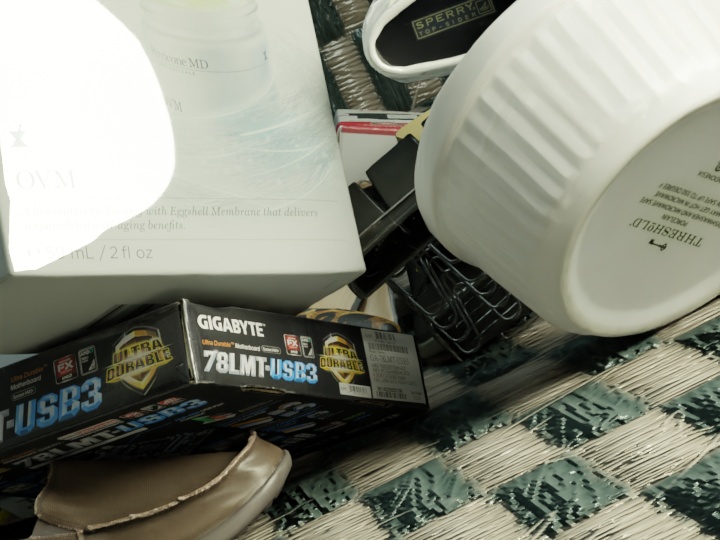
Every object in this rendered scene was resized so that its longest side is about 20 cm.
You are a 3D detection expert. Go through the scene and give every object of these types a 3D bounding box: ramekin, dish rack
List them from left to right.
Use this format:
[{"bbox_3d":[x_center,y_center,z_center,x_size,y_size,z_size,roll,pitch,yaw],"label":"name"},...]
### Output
[{"bbox_3d":[0.075,-0.023,1.427,0.153,0.055,0.200,-40,-36,4],"label":"dish rack"},{"bbox_3d":[0.134,-0.057,1.313,0.202,0.094,0.202,-25,-36,-20],"label":"ramekin"}]

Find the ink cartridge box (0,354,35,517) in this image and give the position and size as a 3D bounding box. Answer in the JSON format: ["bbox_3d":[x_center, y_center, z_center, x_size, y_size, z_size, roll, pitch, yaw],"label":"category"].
[{"bbox_3d":[-0.168,0.065,1.540,0.145,0.084,0.200,-25,-22,10],"label":"ink cartridge box"}]

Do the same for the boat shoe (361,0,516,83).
[{"bbox_3d":[0.094,-0.140,1.319,0.200,0.074,0.065,-28,9,10],"label":"boat shoe"}]

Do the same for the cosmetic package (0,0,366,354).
[{"bbox_3d":[-0.126,-0.072,1.336,0.199,0.200,0.123,-1,-20,-36],"label":"cosmetic package"}]

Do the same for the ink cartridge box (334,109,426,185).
[{"bbox_3d":[0.051,-0.059,1.804,0.146,0.083,0.200,3,7,-2],"label":"ink cartridge box"}]

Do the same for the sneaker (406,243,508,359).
[{"bbox_3d":[0.046,-0.015,1.607,0.075,0.106,0.200,-25,6,3],"label":"sneaker"}]

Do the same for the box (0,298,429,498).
[{"bbox_3d":[-0.100,0.072,1.395,0.200,0.050,0.198,-21,-20,32],"label":"box"}]

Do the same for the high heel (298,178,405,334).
[{"bbox_3d":[0.000,0.000,1.547,0.143,0.071,0.200,-70,14,-13],"label":"high heel"}]

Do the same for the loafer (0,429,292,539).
[{"bbox_3d":[-0.130,0.123,1.337,0.200,0.071,0.073,-26,7,0],"label":"loafer"}]

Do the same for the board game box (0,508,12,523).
[{"bbox_3d":[-0.283,0.127,1.718,0.200,0.057,0.165,-21,29,39],"label":"board game box"}]

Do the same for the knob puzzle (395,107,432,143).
[{"bbox_3d":[0.117,-0.085,1.606,0.220,0.030,0.220,-16,22,6],"label":"knob puzzle"}]
